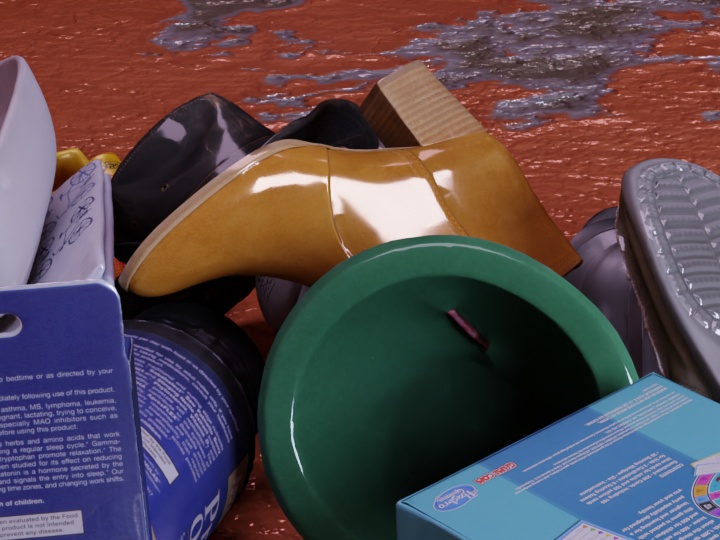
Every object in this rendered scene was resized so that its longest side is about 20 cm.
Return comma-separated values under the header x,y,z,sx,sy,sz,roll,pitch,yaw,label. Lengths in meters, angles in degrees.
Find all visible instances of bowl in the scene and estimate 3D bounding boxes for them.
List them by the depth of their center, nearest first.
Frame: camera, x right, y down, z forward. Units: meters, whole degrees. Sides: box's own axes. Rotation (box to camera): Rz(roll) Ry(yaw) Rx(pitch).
x,y,z,sx,sy,sz,roll,pitch,yaw,label
-0.238,-0.010,1.064,0.200,0.075,0.200,-29,25,12,bowl

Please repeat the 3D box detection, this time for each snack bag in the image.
x,y,z,sx,sy,sz,roll,pitch,yaw,label
-0.203,0.035,1.071,0.200,0.021,0.189,-40,21,8,snack bag

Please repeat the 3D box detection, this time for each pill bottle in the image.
x,y,z,sx,sy,sz,roll,pitch,yaw,label
-0.114,0.090,0.950,0.112,0.112,0.200,4,22,18,pill bottle

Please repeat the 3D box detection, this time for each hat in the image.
x,y,z,sx,sy,sz,roll,pitch,yaw,label
0.058,0.080,1.000,0.200,0.166,0.176,35,1,7,hat
-0.088,-0.043,1.167,0.201,0.201,0.081,-25,67,-43,hat

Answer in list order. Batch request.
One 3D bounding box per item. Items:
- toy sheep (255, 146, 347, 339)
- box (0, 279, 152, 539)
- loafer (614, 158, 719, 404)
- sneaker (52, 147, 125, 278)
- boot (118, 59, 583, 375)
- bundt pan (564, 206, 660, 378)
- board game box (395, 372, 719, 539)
x,y,z,sx,sy,sz,roll,pitch,yaw,label
0.013,0.008,1.109,0.200,0.138,0.138,13,20,-7,toy sheep
-0.143,0.096,0.814,0.121,0.200,0.032,-4,21,-3,box
0.159,0.042,0.933,0.075,0.070,0.200,-4,62,-30,loafer
-0.153,-0.030,1.319,0.073,0.077,0.200,-18,27,-37,sneaker
0.000,0.000,1.007,0.201,0.144,0.071,-33,-8,-17,boot
0.200,0.002,1.150,0.202,0.076,0.202,-7,17,2,bundt pan
0.135,0.117,0.788,0.151,0.047,0.200,-22,33,-35,board game box
